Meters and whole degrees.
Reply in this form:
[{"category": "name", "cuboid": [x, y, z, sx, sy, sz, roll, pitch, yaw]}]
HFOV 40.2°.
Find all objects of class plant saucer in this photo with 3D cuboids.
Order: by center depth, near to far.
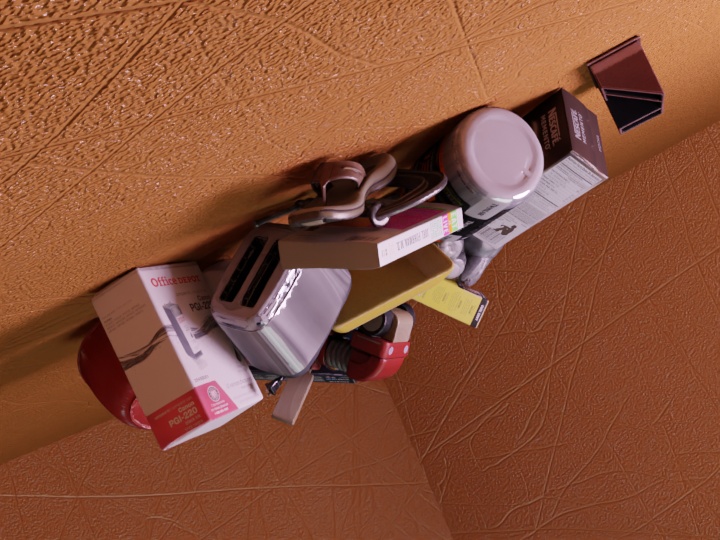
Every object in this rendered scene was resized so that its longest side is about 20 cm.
[{"category": "plant saucer", "cuboid": [0.000, 0.000, 1.362, 0.198, 0.200, 0.049, -26, 134, -19]}]

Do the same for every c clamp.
[{"category": "c clamp", "cuboid": [-0.002, -0.078, 1.131, 0.170, 0.028, 0.198, -32, -156, -36]}]

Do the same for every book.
[{"category": "book", "cuboid": [0.017, -0.042, 1.126, 0.132, 0.049, 0.199, 1, -166, 33]}]

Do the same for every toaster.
[{"category": "toaster", "cuboid": [-0.103, 0.037, 1.224, 0.112, 0.130, 0.202, 11, -118, 36]}]

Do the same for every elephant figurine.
[{"category": "elephant figurine", "cuboid": [0.130, -0.076, 1.552, 0.153, 0.144, 0.200, 14, -164, -30]}]

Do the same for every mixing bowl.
[{"category": "mixing bowl", "cuboid": [-0.288, 0.150, 1.381, 0.197, 0.109, 0.202, -16, 138, -15]}]

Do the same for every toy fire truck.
[{"category": "toy fire truck", "cuboid": [-0.036, 0.126, 1.410, 0.174, 0.204, 0.128, 19, -172, 29]}]

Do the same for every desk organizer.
[{"category": "desk organizer", "cuboid": [0.349, -0.236, 1.280, 0.071, 0.078, 0.200, -26, 174, 16]}]

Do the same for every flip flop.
[{"category": "flip flop", "cuboid": [-0.021, -0.096, 1.066, 0.080, 0.058, 0.200, -6, -157, 32]}]

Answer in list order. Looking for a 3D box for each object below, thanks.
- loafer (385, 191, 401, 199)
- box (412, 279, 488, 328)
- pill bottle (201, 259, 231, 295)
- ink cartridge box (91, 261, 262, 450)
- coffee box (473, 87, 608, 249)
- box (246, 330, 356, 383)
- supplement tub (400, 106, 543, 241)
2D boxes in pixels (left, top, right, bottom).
[{"category": "loafer", "cuboid": [0.093, -0.101, 1.470, 0.198, 0.064, 0.072, -28, 174, 27]}, {"category": "box", "cuboid": [0.097, 0.021, 1.523, 0.075, 0.197, 0.051, -83, -163, -82]}, {"category": "pill bottle", "cuboid": [-0.171, 0.046, 1.372, 0.118, 0.121, 0.200, -26, 175, 10]}, {"category": "ink cartridge box", "cuboid": [-0.221, 0.097, 1.202, 0.084, 0.202, 0.145, -32, 173, 19]}, {"category": "coffee box", "cuboid": [0.226, -0.134, 1.325, 0.079, 0.115, 0.199, 27, 136, -31]}, {"category": "box", "cuboid": [-0.099, 0.088, 1.515, 0.196, 0.162, 0.046, 0, 158, 7]}, {"category": "supplement tub", "cuboid": [0.131, -0.112, 1.236, 0.121, 0.124, 0.200, -22, 173, -27]}]
